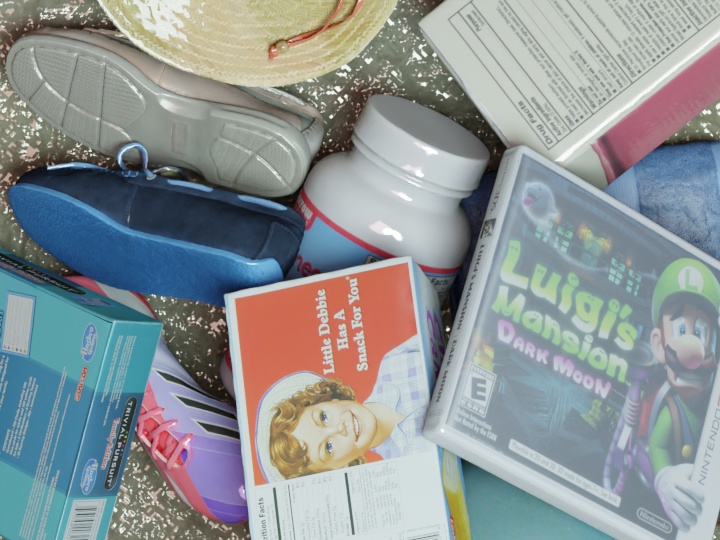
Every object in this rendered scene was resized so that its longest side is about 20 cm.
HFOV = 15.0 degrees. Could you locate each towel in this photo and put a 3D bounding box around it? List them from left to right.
[{"bbox_3d":[0.151,-0.016,1.710,0.199,0.049,0.112,-8,99,0],"label":"towel"}]

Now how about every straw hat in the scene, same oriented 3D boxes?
[{"bbox_3d":[-0.069,-0.213,1.648,0.200,0.085,0.202,1,115,1],"label":"straw hat"}]

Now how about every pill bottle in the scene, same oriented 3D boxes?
[{"bbox_3d":[0.000,0.000,1.664,0.108,0.109,0.201,24,108,-5],"label":"pill bottle"}]

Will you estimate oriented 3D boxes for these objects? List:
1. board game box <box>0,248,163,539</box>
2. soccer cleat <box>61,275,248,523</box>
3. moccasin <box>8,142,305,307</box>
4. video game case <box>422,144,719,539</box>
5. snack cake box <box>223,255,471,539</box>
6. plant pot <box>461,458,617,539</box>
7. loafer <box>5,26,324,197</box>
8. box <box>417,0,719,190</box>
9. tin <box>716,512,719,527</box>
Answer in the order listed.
[{"bbox_3d":[-0.221,0.070,1.657,0.199,0.047,0.152,23,101,36],"label":"board game box"},{"bbox_3d":[-0.127,0.077,1.655,0.067,0.076,0.200,-50,55,18],"label":"soccer cleat"},{"bbox_3d":[-0.119,-0.026,1.656,0.199,0.068,0.081,19,143,26],"label":"moccasin"},{"bbox_3d":[0.140,0.052,1.565,0.199,0.023,0.183,29,65,-26],"label":"video game case"},{"bbox_3d":[-0.005,0.103,1.549,0.114,0.067,0.201,-12,67,12],"label":"snack cake box"},{"bbox_3d":[0.072,0.206,1.636,0.187,0.200,0.201,-24,101,-27],"label":"plant pot"},{"bbox_3d":[-0.118,-0.104,1.687,0.199,0.063,0.072,21,128,7],"label":"loafer"},{"bbox_3d":[0.156,-0.149,1.638,0.200,0.109,0.128,-38,73,5],"label":"box"},{"bbox_3d":[0.265,0.068,1.712,0.112,0.042,0.201,23,103,-33],"label":"tin"}]
